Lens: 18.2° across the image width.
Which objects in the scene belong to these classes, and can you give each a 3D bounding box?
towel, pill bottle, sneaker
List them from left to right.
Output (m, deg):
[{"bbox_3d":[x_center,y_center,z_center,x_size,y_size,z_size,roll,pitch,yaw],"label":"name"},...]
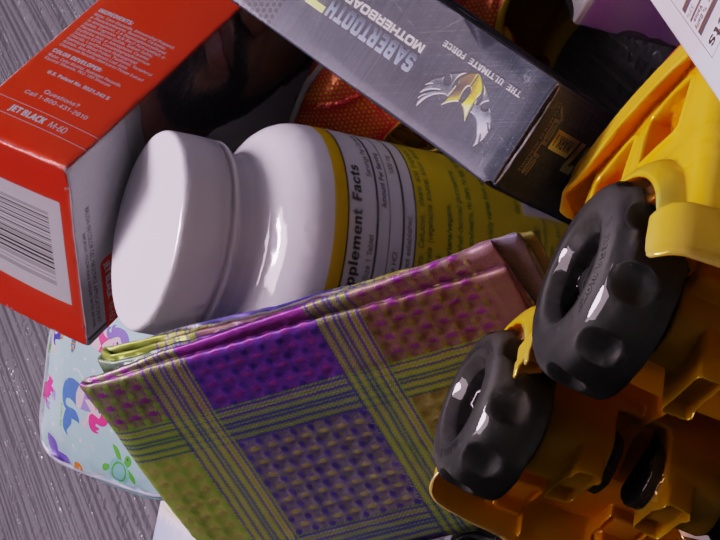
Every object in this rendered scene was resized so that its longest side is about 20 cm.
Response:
[{"bbox_3d":[0.000,0.000,0.971,0.112,0.199,0.113,-169,90,-67],"label":"pill bottle"},{"bbox_3d":[0.004,0.060,0.921,0.199,0.144,0.023,-17,38,20],"label":"towel"},{"bbox_3d":[0.038,-0.091,1.019,0.200,0.073,0.077,-46,48,20],"label":"sneaker"}]

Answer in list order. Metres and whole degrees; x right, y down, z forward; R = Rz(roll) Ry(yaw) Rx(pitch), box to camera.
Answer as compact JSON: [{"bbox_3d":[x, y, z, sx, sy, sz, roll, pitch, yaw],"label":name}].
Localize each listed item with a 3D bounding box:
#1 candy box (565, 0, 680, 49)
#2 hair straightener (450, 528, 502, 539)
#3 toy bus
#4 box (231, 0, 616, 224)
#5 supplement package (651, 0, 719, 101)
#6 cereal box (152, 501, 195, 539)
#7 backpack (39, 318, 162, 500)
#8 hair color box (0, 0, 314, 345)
[{"bbox_3d":[0.130,-0.218,0.928,0.168,0.071,0.201,-60,30,37],"label":"candy box"},{"bbox_3d":[0.069,0.133,0.933,0.200,0.077,0.041,2,111,54],"label":"hair straightener"},{"bbox_3d":[0.121,-0.004,0.811,0.200,0.135,0.193,128,157,-51],"label":"toy bus"},{"bbox_3d":[0.019,-0.092,0.914,0.200,0.158,0.051,38,99,22],"label":"box"},{"bbox_3d":[0.173,-0.144,0.703,0.151,0.151,0.200,-65,28,28],"label":"supplement package"},{"bbox_3d":[-0.066,0.095,1.277,0.144,0.039,0.201,-160,81,-66],"label":"cereal box"},{"bbox_3d":[-0.057,0.041,1.122,0.199,0.150,0.178,18,105,35],"label":"backpack"},{"bbox_3d":[-0.091,-0.074,1.029,0.200,0.064,0.111,-49,-27,-36],"label":"hair color box"}]
